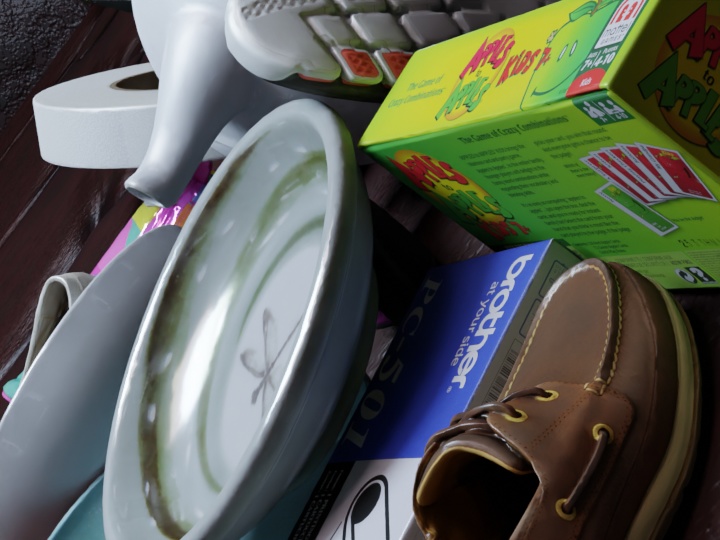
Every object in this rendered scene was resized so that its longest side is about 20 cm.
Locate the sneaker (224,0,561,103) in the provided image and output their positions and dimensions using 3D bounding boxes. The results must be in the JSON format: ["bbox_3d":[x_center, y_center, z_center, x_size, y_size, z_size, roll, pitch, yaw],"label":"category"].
[{"bbox_3d":[0.030,-0.083,0.794,0.082,0.199,0.078,-55,46,48],"label":"sneaker"}]

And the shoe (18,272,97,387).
[{"bbox_3d":[-0.178,0.097,1.078,0.069,0.053,0.202,11,86,26],"label":"shoe"}]

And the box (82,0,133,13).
[{"bbox_3d":[-0.077,-0.215,1.093,0.124,0.199,0.150,10,92,48],"label":"box"}]

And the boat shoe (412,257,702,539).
[{"bbox_3d":[0.055,0.065,0.583,0.072,0.067,0.201,-39,23,43],"label":"boat shoe"}]

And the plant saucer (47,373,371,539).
[{"bbox_3d":[-0.065,0.118,0.804,0.199,0.036,0.200,-33,24,17],"label":"plant saucer"}]

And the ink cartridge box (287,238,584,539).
[{"bbox_3d":[0.018,0.087,0.682,0.201,0.044,0.094,-61,19,-20],"label":"ink cartridge box"}]

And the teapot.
[{"bbox_3d":[-0.028,-0.114,0.967,0.198,0.198,0.147,-120,37,-59],"label":"teapot"}]

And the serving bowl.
[{"bbox_3d":[-0.116,0.080,0.964,0.201,0.066,0.200,-57,-11,-18],"label":"serving bowl"}]

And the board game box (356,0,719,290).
[{"bbox_3d":[0.083,-0.040,0.644,0.048,0.101,0.200,-57,17,-13],"label":"board game box"}]

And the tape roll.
[{"bbox_3d":[-0.093,-0.099,1.131,0.203,0.201,0.037,-130,32,-73],"label":"tape roll"}]

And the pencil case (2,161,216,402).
[{"bbox_3d":[-0.132,0.021,1.147,0.201,0.088,0.088,-56,16,5],"label":"pencil case"}]

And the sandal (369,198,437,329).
[{"bbox_3d":[-0.001,0.000,0.846,0.048,0.075,0.201,-49,18,7],"label":"sandal"}]

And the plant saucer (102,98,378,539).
[{"bbox_3d":[-0.039,0.032,0.761,0.200,0.050,0.201,-50,28,39],"label":"plant saucer"}]
